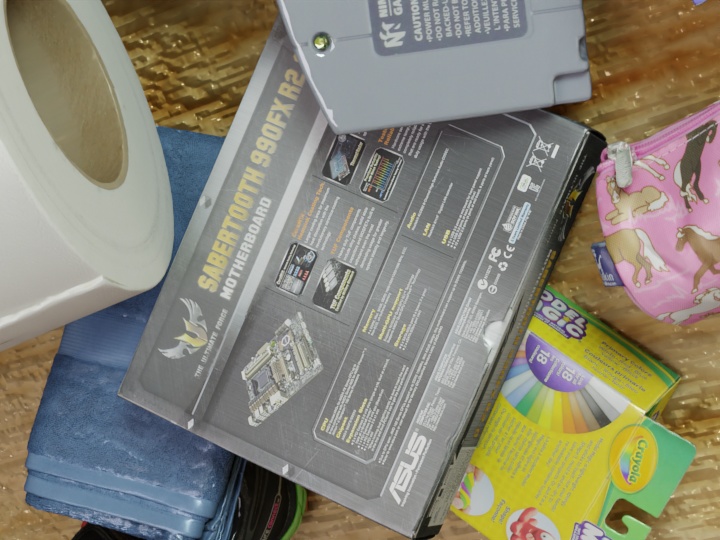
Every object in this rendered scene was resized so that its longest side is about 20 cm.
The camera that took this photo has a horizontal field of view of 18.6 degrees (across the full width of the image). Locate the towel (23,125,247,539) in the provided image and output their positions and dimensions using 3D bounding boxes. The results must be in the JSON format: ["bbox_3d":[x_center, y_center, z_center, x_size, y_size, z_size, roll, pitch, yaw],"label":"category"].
[{"bbox_3d":[-0.093,0.032,1.080,0.111,0.049,0.200,14,88,19],"label":"towel"}]

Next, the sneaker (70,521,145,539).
[{"bbox_3d":[-0.083,0.187,1.179,0.200,0.098,0.071,20,120,22],"label":"sneaker"}]

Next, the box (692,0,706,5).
[{"bbox_3d":[0.120,-0.212,0.805,0.117,0.048,0.200,-32,92,38],"label":"box"}]

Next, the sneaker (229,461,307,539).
[{"bbox_3d":[-0.094,0.064,1.135,0.077,0.084,0.200,-23,99,37],"label":"sneaker"}]

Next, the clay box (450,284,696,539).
[{"bbox_3d":[0.063,0.059,1.054,0.200,0.048,0.115,35,125,14],"label":"clay box"}]

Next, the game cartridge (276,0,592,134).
[{"bbox_3d":[0.022,-0.162,0.931,0.133,0.041,0.201,-8,103,-3],"label":"game cartridge"}]

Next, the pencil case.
[{"bbox_3d":[0.187,-0.049,0.902,0.200,0.086,0.083,-29,64,38],"label":"pencil case"}]

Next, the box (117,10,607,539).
[{"bbox_3d":[0.000,0.000,1.002,0.158,0.048,0.200,23,93,17],"label":"box"}]

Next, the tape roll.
[{"bbox_3d":[-0.190,-0.060,0.992,0.139,0.203,0.203,-23,100,14],"label":"tape roll"}]
